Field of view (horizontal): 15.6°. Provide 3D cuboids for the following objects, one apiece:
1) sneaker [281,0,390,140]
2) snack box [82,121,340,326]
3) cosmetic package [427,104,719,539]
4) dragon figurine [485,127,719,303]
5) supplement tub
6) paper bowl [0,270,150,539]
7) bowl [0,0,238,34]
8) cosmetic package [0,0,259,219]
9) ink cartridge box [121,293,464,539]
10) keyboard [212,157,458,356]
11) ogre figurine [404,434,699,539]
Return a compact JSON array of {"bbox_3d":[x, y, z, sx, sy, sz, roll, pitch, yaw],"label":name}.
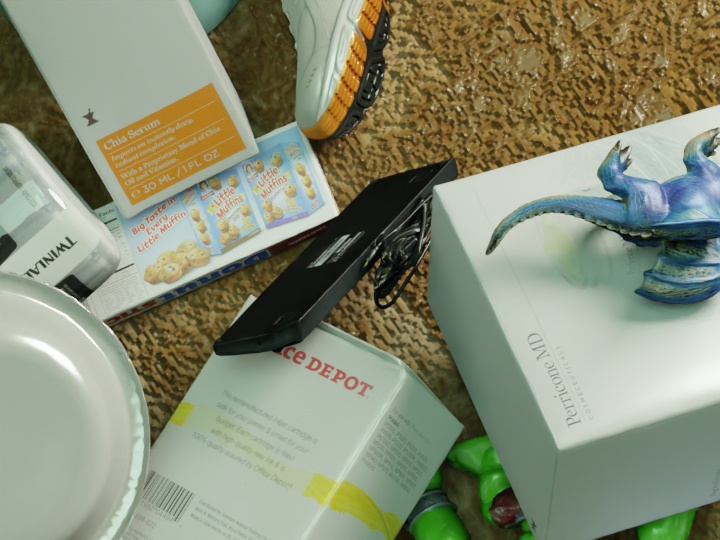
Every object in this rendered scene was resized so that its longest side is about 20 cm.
[{"bbox_3d":[-0.028,-0.180,1.713,0.091,0.076,0.201,5,71,17],"label":"sneaker"},{"bbox_3d":[-0.116,-0.024,1.708,0.199,0.024,0.072,-24,74,2],"label":"snack box"},{"bbox_3d":[0.165,0.032,1.554,0.199,0.123,0.200,-17,55,-11],"label":"cosmetic package"},{"bbox_3d":[0.177,-0.022,1.474,0.199,0.059,0.100,-9,44,-17],"label":"dragon figurine"},{"bbox_3d":[-0.258,0.013,1.648,0.200,0.123,0.123,-41,75,0],"label":"supplement tub"},{"bbox_3d":[-0.221,0.100,1.533,0.199,0.104,0.202,0,88,-18],"label":"paper bowl"},{"bbox_3d":[-0.168,-0.245,1.724,0.199,0.105,0.202,-2,77,8],"label":"bowl"},{"bbox_3d":[-0.152,-0.144,1.653,0.101,0.201,0.071,-27,33,2],"label":"cosmetic package"},{"bbox_3d":[-0.052,0.135,1.602,0.145,0.083,0.201,25,77,41],"label":"ink cartridge box"},{"bbox_3d":[0.000,0.000,1.616,0.200,0.104,0.040,-47,114,-41],"label":"keyboard"},{"bbox_3d":[0.114,0.160,1.599,0.198,0.098,0.121,3,65,-3],"label":"ogre figurine"}]
